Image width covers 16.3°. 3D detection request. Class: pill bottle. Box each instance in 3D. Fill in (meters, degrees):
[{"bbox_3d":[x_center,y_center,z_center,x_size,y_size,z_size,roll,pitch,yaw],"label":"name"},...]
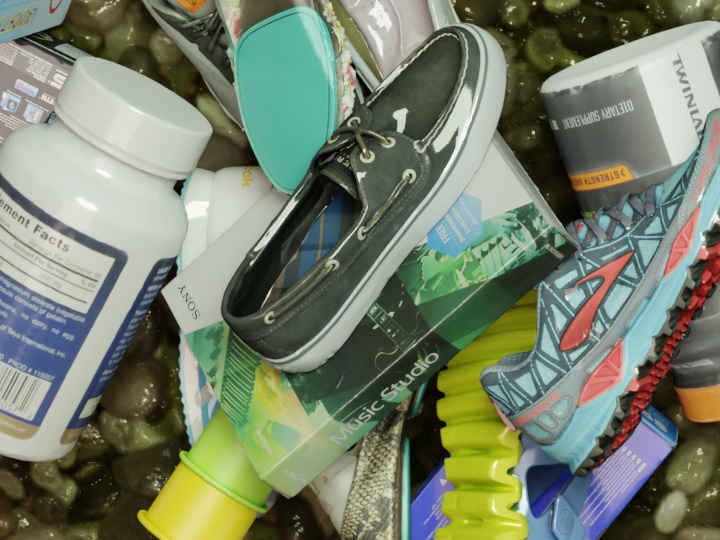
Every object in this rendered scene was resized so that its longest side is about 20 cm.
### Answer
[{"bbox_3d":[-0.161,-0.008,1.341,0.111,0.111,0.201,30,104,2],"label":"pill bottle"},{"bbox_3d":[0.175,-0.023,1.334,0.106,0.106,0.201,-19,98,12],"label":"pill bottle"}]

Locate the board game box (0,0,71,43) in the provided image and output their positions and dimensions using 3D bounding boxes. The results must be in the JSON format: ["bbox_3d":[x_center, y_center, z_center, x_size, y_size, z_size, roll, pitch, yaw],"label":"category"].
[{"bbox_3d":[-0.171,-0.219,1.300,0.056,0.200,0.197,24,103,4],"label":"board game box"}]

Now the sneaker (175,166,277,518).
[{"bbox_3d":[-0.056,0.042,1.398,0.080,0.077,0.201,-1,103,8],"label":"sneaker"}]

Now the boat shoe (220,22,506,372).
[{"bbox_3d":[0.002,-0.041,1.248,0.069,0.057,0.201,31,88,42],"label":"boat shoe"}]

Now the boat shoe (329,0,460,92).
[{"bbox_3d":[0.009,-0.152,1.354,0.074,0.065,0.203,-24,96,12],"label":"boat shoe"}]

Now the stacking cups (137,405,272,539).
[{"bbox_3d":[-0.045,0.063,1.350,0.060,0.061,0.201,31,90,2],"label":"stacking cups"}]

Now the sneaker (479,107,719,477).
[{"bbox_3d":[0.125,0.000,1.253,0.095,0.079,0.201,31,100,13],"label":"sneaker"}]

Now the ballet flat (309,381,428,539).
[{"bbox_3d":[0.006,0.082,1.380,0.075,0.068,0.201,10,81,1],"label":"ballet flat"}]

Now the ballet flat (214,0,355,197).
[{"bbox_3d":[-0.039,-0.138,1.305,0.075,0.064,0.201,-14,93,28],"label":"ballet flat"}]

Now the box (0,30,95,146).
[{"bbox_3d":[-0.246,-0.079,1.416,0.199,0.049,0.162,26,102,2],"label":"box"}]

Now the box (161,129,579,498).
[{"bbox_3d":[0.000,0.000,1.290,0.200,0.036,0.145,-43,50,13],"label":"box"}]

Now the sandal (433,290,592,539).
[{"bbox_3d":[0.090,0.098,1.349,0.079,0.087,0.201,6,88,52],"label":"sandal"}]

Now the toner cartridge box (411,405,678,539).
[{"bbox_3d":[0.081,0.139,1.412,0.095,0.043,0.200,38,104,0],"label":"toner cartridge box"}]

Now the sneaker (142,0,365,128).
[{"bbox_3d":[-0.074,-0.133,1.364,0.074,0.079,0.200,-39,95,14],"label":"sneaker"}]
